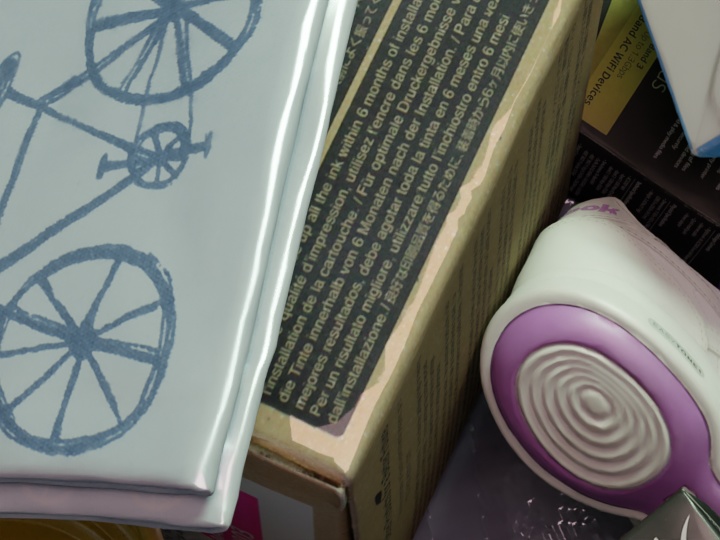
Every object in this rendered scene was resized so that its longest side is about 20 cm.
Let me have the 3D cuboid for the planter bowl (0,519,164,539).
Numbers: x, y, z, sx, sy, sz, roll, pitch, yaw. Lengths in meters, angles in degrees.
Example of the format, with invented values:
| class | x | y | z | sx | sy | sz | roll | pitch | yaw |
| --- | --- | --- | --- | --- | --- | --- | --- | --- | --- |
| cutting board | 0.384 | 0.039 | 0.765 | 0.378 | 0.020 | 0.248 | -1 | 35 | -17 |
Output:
| class | x | y | z | sx | sy | sz | roll | pitch | yaw |
| --- | --- | --- | --- | --- | --- | --- | --- | --- | --- |
| planter bowl | -0.107 | 0.137 | 0.770 | 0.199 | 0.083 | 0.202 | -14 | 63 | 28 |

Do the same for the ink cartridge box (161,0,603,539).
| class | x | y | z | sx | sy | sz | roll | pitch | yaw |
| --- | --- | --- | --- | --- | --- | --- | --- | --- | --- |
| ink cartridge box | 0.000 | 0.000 | 0.778 | 0.075 | 0.200 | 0.165 | 24 | 72 | 8 |

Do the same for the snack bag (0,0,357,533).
| class | x | y | z | sx | sy | sz | roll | pitch | yaw |
| --- | --- | --- | --- | --- | --- | --- | --- | --- | --- |
| snack bag | -0.099 | -0.027 | 0.701 | 0.199 | 0.021 | 0.190 | -1 | 64 | 26 |

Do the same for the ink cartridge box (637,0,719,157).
| class | x | y | z | sx | sy | sz | roll | pitch | yaw |
| --- | --- | --- | --- | --- | --- | --- | --- | --- | --- |
| ink cartridge box | 0.165 | -0.099 | 0.813 | 0.199 | 0.067 | 0.117 | -4 | 69 | -40 |

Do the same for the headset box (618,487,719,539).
| class | x | y | z | sx | sy | sz | roll | pitch | yaw |
| --- | --- | --- | --- | --- | --- | --- | --- | --- | --- |
| headset box | 0.052 | 0.175 | 0.705 | 0.200 | 0.075 | 0.149 | -40 | 76 | 4 |

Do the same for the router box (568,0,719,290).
| class | x | y | z | sx | sy | sz | roll | pitch | yaw |
| --- | --- | --- | --- | --- | --- | --- | --- | --- | --- |
| router box | 0.112 | -0.114 | 0.900 | 0.157 | 0.052 | 0.201 | 34 | 73 | 4 |

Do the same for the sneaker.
| class | x | y | z | sx | sy | sz | roll | pitch | yaw |
| --- | --- | --- | --- | --- | --- | --- | --- | --- | --- |
| sneaker | 0.115 | 0.060 | 0.828 | 0.075 | 0.100 | 0.200 | -29 | 110 | 26 |
